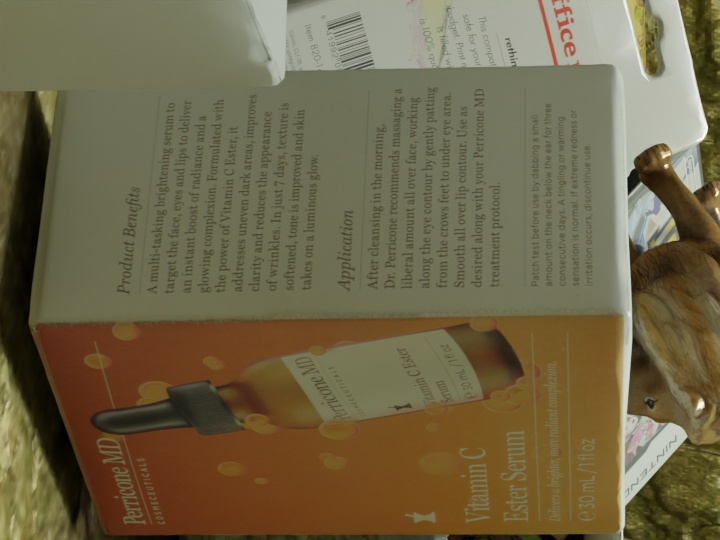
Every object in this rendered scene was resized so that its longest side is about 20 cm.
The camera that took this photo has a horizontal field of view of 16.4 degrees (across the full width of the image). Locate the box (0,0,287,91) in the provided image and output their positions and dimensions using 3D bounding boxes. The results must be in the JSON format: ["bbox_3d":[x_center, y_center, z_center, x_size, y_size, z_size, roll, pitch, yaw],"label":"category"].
[{"bbox_3d":[-0.080,-0.170,0.710,0.152,0.106,0.201,71,19,-72],"label":"box"}]

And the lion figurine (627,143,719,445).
[{"bbox_3d":[0.151,0.020,1.064,0.200,0.072,0.123,11,46,-62],"label":"lion figurine"}]

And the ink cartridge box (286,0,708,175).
[{"bbox_3d":[0.037,-0.078,1.051,0.067,0.200,0.117,21,-52,67],"label":"ink cartridge box"}]

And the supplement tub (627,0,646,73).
[{"bbox_3d":[0.075,-0.074,1.274,0.146,0.145,0.200,80,11,-58],"label":"supplement tub"}]

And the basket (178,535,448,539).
[{"bbox_3d":[-0.021,0.170,1.165,0.136,0.123,0.200,81,10,-52],"label":"basket"}]

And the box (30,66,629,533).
[{"bbox_3d":[-0.004,0.015,0.903,0.152,0.199,0.107,80,10,-56],"label":"box"}]

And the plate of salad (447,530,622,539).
[{"bbox_3d":[0.061,0.130,1.027,0.200,0.048,0.201,-173,-90,-76],"label":"plate of salad"}]

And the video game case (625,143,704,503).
[{"bbox_3d":[0.107,0.052,1.188,0.181,0.025,0.200,-44,143,-25],"label":"video game case"}]
